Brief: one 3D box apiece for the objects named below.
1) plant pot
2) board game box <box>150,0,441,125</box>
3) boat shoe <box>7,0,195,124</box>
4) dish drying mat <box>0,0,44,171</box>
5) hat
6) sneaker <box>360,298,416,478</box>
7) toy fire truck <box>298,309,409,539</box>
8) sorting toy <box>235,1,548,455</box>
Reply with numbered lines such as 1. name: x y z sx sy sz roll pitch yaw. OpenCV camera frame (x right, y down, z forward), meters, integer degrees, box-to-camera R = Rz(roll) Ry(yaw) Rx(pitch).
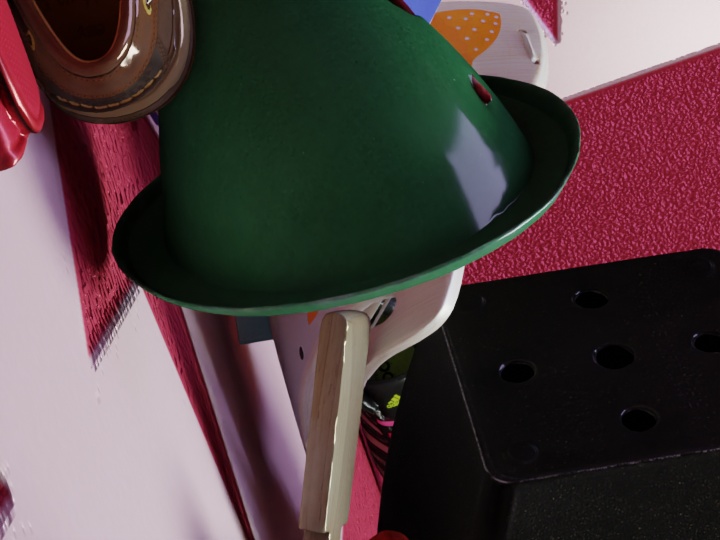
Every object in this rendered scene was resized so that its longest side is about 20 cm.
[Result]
1. plant pot: 0.112 0.107 1.050 0.200 0.198 0.178 -104 -173 -53
2. board game box: -0.013 -0.152 1.061 0.045 0.134 0.200 60 33 -26
3. boat shoe: -0.101 -0.148 0.769 0.068 0.072 0.201 46 28 -87
4. dish drying mat: -0.129 -0.130 0.665 0.077 0.018 0.201 -102 173 -72
5. hat: -0.033 -0.104 0.809 0.200 0.165 0.177 22 -45 52
6. sneaker: 0.028 0.091 1.632 0.087 0.073 0.201 -65 131 -86
7. toy fire truck: 0.008 0.121 0.888 0.200 0.128 0.176 52 -6 10
8. sorting toy: 0.000 0.000 1.041 0.180 0.106 0.200 -97 -150 -48
